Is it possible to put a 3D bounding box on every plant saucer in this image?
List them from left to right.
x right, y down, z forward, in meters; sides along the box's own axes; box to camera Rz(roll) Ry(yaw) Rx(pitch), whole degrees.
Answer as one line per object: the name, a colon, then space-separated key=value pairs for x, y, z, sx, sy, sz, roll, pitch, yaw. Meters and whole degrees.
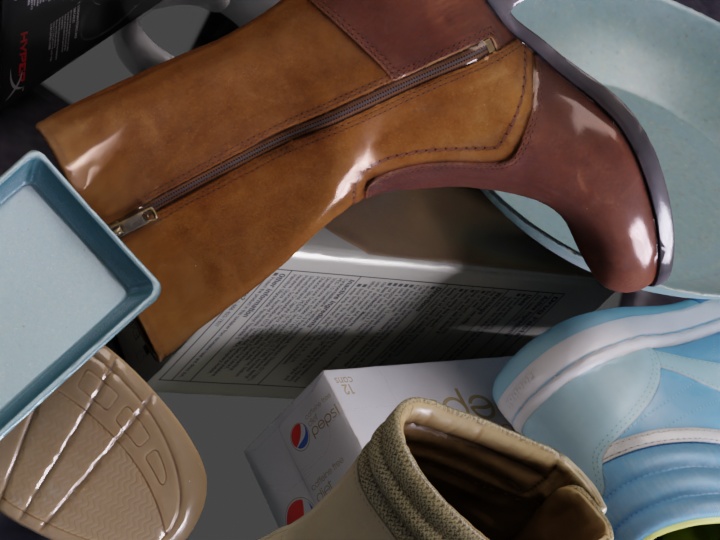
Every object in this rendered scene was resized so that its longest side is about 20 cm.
plant saucer: x=-0.162 y=0.046 z=0.913 sx=0.070 sy=0.019 sz=0.200 roll=48 pitch=66 yaw=-3
plant saucer: x=0.117 y=-0.048 z=1.134 sx=0.200 sy=0.039 sz=0.201 roll=13 pitch=41 yaw=-11

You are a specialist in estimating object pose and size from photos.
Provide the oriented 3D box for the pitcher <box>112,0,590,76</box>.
pitcher: x=-0.004 y=-0.104 z=1.214 sx=0.200 sy=0.121 sz=0.172 roll=31 pitch=49 yaw=0

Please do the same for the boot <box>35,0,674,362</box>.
boot: x=0.004 y=-0.026 z=0.991 sx=0.188 sy=0.200 sz=0.068 roll=60 pitch=-10 yaw=-27

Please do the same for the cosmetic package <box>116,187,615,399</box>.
cosmetic package: x=0.000 y=0.000 z=1.117 sx=0.200 sy=0.105 sz=0.071 roll=6 pitch=50 yaw=-41

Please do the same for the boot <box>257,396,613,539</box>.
boot: x=0.051 y=0.146 z=0.977 sx=0.200 sy=0.155 sz=0.073 roll=40 pitch=37 yaw=-5

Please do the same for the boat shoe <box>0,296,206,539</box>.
boat shoe: x=-0.147 y=0.039 z=0.971 sx=0.200 sy=0.072 sz=0.065 roll=30 pitch=-6 yaw=-13

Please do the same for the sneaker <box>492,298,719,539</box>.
sneaker: x=0.158 y=0.077 z=1.107 sx=0.200 sy=0.080 sz=0.131 roll=-11 pitch=60 yaw=-37

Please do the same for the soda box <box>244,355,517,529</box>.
soda box: x=0.052 y=0.080 z=1.120 sx=0.200 sy=0.064 sz=0.068 roll=-2 pitch=56 yaw=-45

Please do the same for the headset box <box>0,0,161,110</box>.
headset box: x=-0.099 y=-0.182 z=1.101 sx=0.075 sy=0.149 sz=0.200 roll=40 pitch=59 yaw=19
